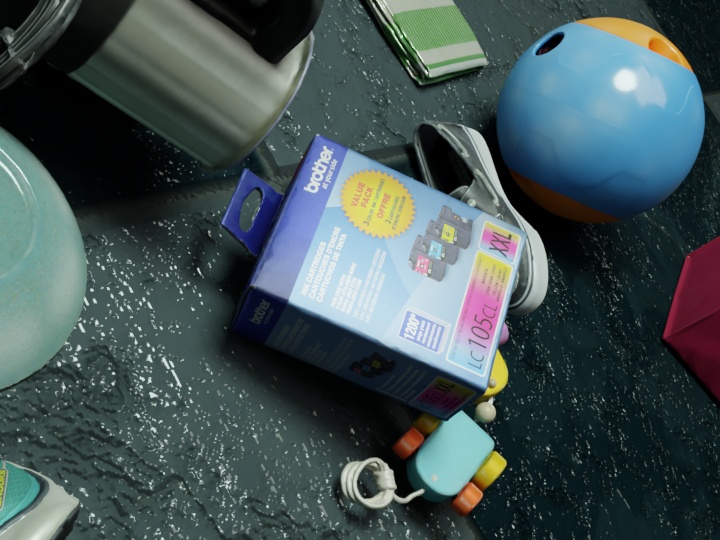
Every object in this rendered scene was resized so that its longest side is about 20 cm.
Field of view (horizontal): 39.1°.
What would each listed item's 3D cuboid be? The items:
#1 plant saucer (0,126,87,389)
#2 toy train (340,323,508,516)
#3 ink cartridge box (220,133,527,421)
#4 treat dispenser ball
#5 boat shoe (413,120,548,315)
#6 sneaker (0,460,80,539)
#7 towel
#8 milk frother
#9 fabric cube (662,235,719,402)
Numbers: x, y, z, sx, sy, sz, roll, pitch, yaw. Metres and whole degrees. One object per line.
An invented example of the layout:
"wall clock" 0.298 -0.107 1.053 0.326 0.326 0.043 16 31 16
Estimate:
"plant saucer" -0.234 -0.030 0.555 0.201 0.039 0.201 26 46 -30
"toy train" 0.034 0.084 0.742 0.150 0.056 0.201 9 61 -15
"ink cartridge box" 0.000 0.000 0.698 0.200 0.076 0.137 23 58 -6
"treat dispenser ball" 0.235 -0.147 1.003 0.201 0.201 0.201 27 45 -30
"boat shoe" 0.098 -0.051 0.891 0.068 0.072 0.200 10 53 -44
"sneaker" -0.204 0.156 0.436 0.080 0.078 0.200 30 35 1
"towel" 0.048 -0.286 1.061 0.200 0.023 0.152 56 37 6
"milk frother" -0.130 -0.121 0.567 0.188 0.180 0.200 32 66 -29
"fabric cube" 0.484 0.053 1.110 0.199 0.200 0.196 48 39 -6
